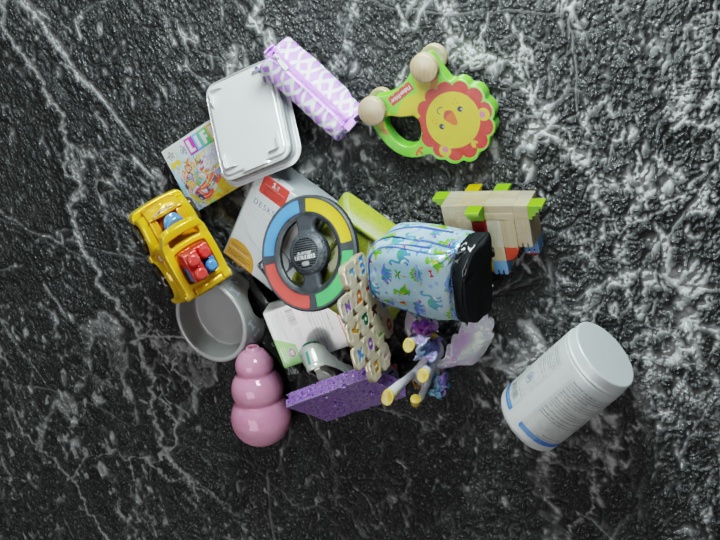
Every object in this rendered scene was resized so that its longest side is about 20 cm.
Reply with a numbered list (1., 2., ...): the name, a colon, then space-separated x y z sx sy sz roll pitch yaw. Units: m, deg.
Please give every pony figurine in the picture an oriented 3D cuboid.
1. pony figurine: 0.122 0.144 1.684 0.165 0.199 0.196 27 107 18

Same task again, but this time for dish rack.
1. dish rack: -0.198 -0.266 1.713 0.169 0.043 0.204 -17 80 24

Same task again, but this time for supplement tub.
1. supplement tub: 0.339 0.195 1.603 0.132 0.132 0.200 46 125 4

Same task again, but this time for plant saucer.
1. plant saucer: 0.000 0.000 1.708 0.198 0.048 0.201 33 107 0

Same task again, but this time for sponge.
1. sponge: -0.028 0.225 1.741 0.198 0.111 0.030 -24 53 35

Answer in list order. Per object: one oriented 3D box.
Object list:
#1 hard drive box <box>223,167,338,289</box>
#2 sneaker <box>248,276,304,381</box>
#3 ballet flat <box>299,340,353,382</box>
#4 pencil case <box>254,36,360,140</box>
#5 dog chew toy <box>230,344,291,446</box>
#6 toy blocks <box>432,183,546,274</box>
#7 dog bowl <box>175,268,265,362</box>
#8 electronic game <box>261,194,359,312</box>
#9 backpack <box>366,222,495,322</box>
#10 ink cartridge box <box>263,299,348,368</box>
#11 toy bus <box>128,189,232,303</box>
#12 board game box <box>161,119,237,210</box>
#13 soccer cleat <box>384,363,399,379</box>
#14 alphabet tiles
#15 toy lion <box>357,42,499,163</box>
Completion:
1. hard drive box: -0.147 -0.078 1.793 0.155 0.077 0.202 35 122 12
2. sneaker: -0.167 0.112 1.892 0.200 0.060 0.104 46 120 1
3. ballet flat: -0.047 0.200 1.793 0.068 0.071 0.200 -10 146 31
4. pencil case: -0.082 -0.312 1.647 0.199 0.085 0.084 41 89 0
5. dog chew toy: -0.204 0.246 1.931 0.122 0.124 0.204 5 111 27
6. toy blocks: 0.221 -0.059 1.597 0.197 0.100 0.139 2 123 28
7. dog bowl: -0.289 0.093 1.954 0.197 0.059 0.204 12 116 25
8. electronic game: -0.089 -0.030 1.678 0.197 0.041 0.204 0 90 29
9. backpack: 0.106 -0.002 1.585 0.198 0.153 0.166 28 136 37
10. ink cartridge box: -0.068 0.089 1.802 0.197 0.067 0.119 -19 101 12
11. toy bus: -0.327 -0.043 1.786 0.202 0.134 0.191 62 163 -12
12. board game box: -0.275 -0.210 1.834 0.198 0.034 0.136 -25 96 34
13. soccer cleat: 0.024 0.181 1.760 0.065 0.077 0.201 8 148 19
14. alphabet tiles: 0.008 0.078 1.601 0.014 0.196 0.204 -10 104 23
15. toy lion: 0.122 -0.254 1.586 0.199 0.069 0.193 -33 100 35
